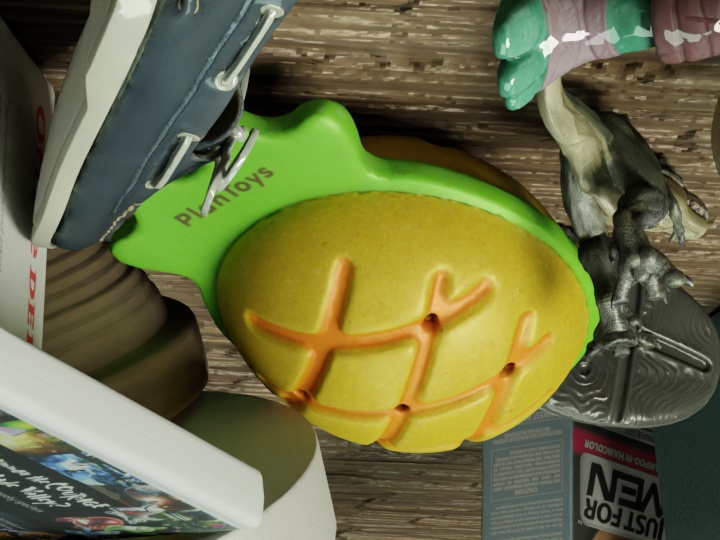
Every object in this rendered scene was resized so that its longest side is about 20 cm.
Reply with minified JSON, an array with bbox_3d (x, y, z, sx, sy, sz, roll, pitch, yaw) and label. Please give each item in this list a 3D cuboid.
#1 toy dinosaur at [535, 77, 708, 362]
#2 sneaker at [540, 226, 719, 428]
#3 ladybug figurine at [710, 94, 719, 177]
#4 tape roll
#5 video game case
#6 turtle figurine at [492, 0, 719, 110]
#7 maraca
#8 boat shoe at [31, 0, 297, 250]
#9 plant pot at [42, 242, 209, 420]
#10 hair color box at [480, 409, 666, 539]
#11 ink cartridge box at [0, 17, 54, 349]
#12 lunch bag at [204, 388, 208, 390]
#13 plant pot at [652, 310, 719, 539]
[{"bbox_3d":[0.087,-0.023,0.870,0.047,0.089,0.200,-12,161,12],"label":"toy dinosaur"},{"bbox_3d":[0.046,0.022,1.081,0.200,0.076,0.115,13,170,-8],"label":"sneaker"},{"bbox_3d":[0.176,-0.039,0.705,0.072,0.136,0.200,55,169,-23],"label":"ladybug figurine"},{"bbox_3d":[-0.109,0.096,0.901,0.202,0.037,0.203,-12,-164,3],"label":"tape roll"},{"bbox_3d":[-0.150,0.054,0.767,0.181,0.023,0.200,-6,161,20],"label":"video game case"},{"bbox_3d":[0.135,-0.082,0.622,0.199,0.151,0.101,6,-178,16],"label":"turtle figurine"},{"bbox_3d":[0.000,0.000,0.932,0.137,0.107,0.200,-33,132,32],"label":"maraca"},{"bbox_3d":[-0.062,-0.059,0.799,0.062,0.075,0.200,11,149,-12],"label":"boat shoe"},{"bbox_3d":[-0.163,0.020,0.967,0.200,0.093,0.201,-11,-167,3],"label":"plant pot"},{"bbox_3d":[0.111,0.164,1.283,0.060,0.201,0.099,-12,159,38],"label":"hair color box"},{"bbox_3d":[-0.193,-0.023,0.801,0.145,0.147,0.200,-2,162,9],"label":"ink cartridge box"},{"bbox_3d":[-0.148,0.121,1.327,0.163,0.118,0.200,-1,169,9],"label":"lunch bag"},{"bbox_3d":[0.249,0.124,1.141,0.195,0.201,0.196,5,162,-12],"label":"plant pot"}]
